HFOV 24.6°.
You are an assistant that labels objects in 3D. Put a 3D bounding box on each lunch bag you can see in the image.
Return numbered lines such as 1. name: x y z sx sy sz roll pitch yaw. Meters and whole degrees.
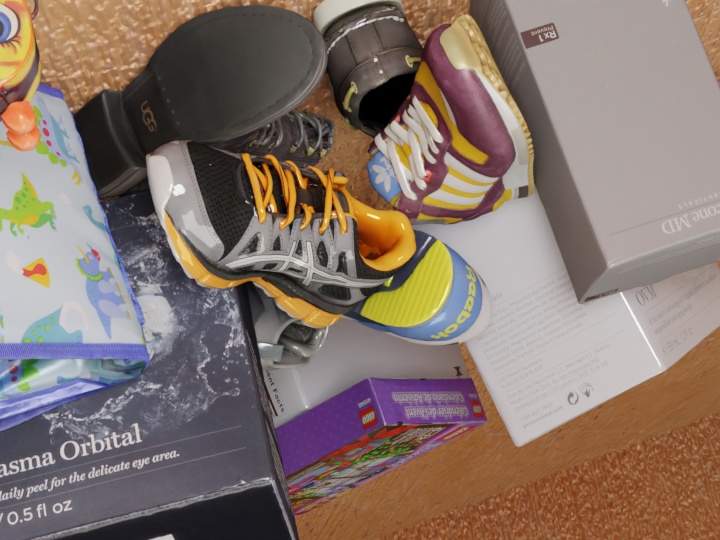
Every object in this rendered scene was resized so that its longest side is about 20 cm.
1. lunch bag: -0.218 -0.010 0.830 0.198 0.172 0.127 -10 159 -31

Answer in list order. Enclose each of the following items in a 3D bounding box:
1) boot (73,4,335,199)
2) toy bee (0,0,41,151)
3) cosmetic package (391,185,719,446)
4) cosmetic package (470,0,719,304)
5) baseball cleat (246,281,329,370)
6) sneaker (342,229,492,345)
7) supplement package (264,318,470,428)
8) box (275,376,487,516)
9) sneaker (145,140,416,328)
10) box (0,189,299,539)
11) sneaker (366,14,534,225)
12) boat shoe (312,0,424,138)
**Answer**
1. boot: -0.066 -0.089 0.974 0.198 0.070 0.173 -22 168 29
2. toy bee: -0.183 -0.100 0.707 0.198 0.110 0.131 -24 161 10
3. cosmetic package: 0.140 -0.018 1.119 0.122 0.202 0.199 -31 176 28
4. cosmetic package: 0.146 -0.094 0.954 0.106 0.202 0.090 -19 164 -9
5. baseball cleat: -0.073 0.023 1.116 0.105 0.071 0.200 15 -159 -5
6. sneaker: 0.000 0.000 1.034 0.082 0.199 0.075 23 92 -46
7. supplement package: -0.057 0.075 1.332 0.190 0.149 0.199 -3 156 -45
8. box: -0.021 0.136 1.236 0.199 0.040 0.136 -31 160 31
9. sneaker: -0.043 -0.030 0.891 0.077 0.079 0.199 -26 155 24
10. box: -0.151 0.078 0.926 0.194 0.202 0.118 -14 148 -2
11. sneaker: 0.045 -0.070 0.926 0.089 0.076 0.200 -24 159 2
12. boat shoe: 0.017 -0.107 1.005 0.071 0.061 0.201 -22 163 7
